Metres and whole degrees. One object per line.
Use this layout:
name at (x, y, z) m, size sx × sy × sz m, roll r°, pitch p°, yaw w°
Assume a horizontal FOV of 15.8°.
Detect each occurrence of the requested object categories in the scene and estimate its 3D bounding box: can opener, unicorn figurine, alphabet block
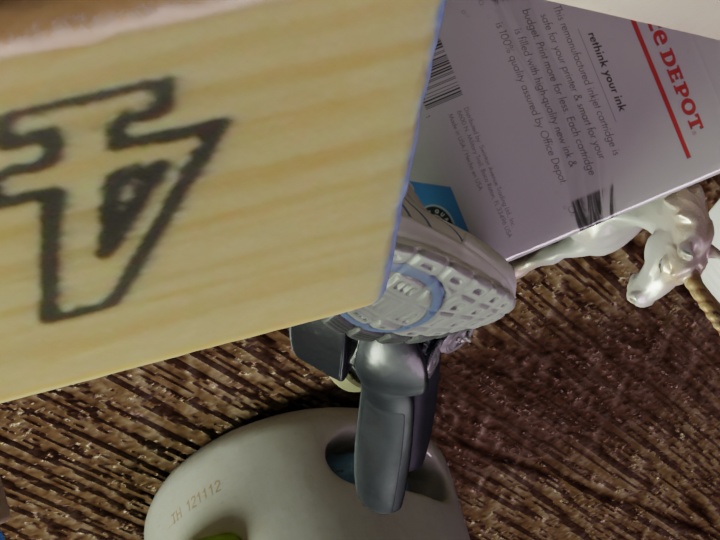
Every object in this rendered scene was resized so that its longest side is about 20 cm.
can opener at (0.016, 0.051, 1.228) m, size 0.064 × 0.078 × 0.200 m, roll -54°, pitch 158°, yaw -23°
unicorn figurine at (0.116, -0.029, 1.209) m, size 0.137 × 0.200 × 0.074 m, roll -21°, pitch 118°, yaw 32°
alphabet block at (-0.104, -0.090, 0.843) m, size 0.199 × 0.196 × 0.197 m, roll -13°, pitch 145°, yaw -17°

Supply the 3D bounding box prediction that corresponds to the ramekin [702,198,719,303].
ramekin at (0.249, -0.039, 1.261) m, size 0.200 × 0.105 × 0.200 m, roll -48°, pitch 173°, yaw -8°

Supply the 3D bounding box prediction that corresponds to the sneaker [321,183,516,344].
sneaker at (-0.013, -0.035, 1.014) m, size 0.199 × 0.088 × 0.074 m, roll 29°, pitch 141°, yaw -34°

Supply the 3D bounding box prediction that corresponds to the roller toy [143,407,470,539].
roller toy at (-0.027, 0.170, 1.472) m, size 0.181 × 0.140 × 0.200 m, roll -15°, pitch 144°, yaw -1°

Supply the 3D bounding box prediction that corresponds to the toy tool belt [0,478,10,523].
toy tool belt at (-0.237, 0.063, 1.133) m, size 0.124 × 0.200 × 0.123 m, roll -21°, pitch -159°, yaw 38°

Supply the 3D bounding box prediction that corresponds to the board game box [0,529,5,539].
board game box at (-0.244, 0.096, 1.040) m, size 0.195 × 0.056 × 0.201 m, roll -5°, pitch 120°, yaw 31°

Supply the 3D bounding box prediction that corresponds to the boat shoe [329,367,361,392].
boat shoe at (0.000, 0.000, 1.245) m, size 0.068 × 0.075 × 0.200 m, roll -21°, pitch 154°, yaw 9°

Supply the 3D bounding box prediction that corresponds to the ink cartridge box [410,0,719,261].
ink cartridge box at (0.086, -0.075, 1.107) m, size 0.199 × 0.116 × 0.067 m, roll -22°, pitch 179°, yaw 0°

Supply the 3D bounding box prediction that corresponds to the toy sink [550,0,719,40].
toy sink at (0.155, -0.191, 0.965) m, size 0.130 × 0.113 × 0.200 m, roll 5°, pitch 148°, yaw -44°
